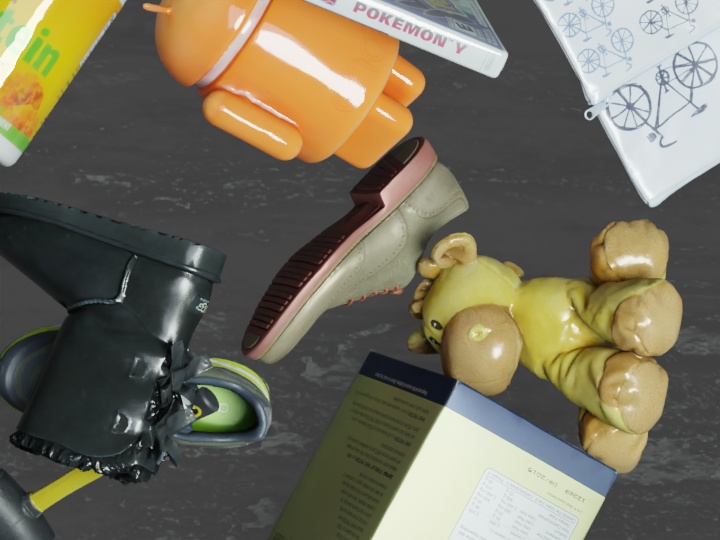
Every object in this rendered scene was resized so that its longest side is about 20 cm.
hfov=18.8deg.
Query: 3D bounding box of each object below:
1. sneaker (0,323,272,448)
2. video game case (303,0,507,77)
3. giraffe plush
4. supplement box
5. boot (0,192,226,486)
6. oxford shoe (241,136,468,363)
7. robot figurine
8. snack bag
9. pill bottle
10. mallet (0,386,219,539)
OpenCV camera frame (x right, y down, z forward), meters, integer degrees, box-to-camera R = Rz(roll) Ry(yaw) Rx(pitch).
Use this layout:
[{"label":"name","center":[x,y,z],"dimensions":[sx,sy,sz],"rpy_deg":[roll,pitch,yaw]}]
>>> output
[{"label":"sneaker","center":[-0.150,0.081,1.488],"dimensions":[0.200,0.081,0.074],"rpy_deg":[8,91,-17]},{"label":"video game case","center":[-0.002,-0.202,1.455],"dimensions":[0.182,0.200,0.023],"rpy_deg":[20,111,-17]},{"label":"giraffe plush","center":[0.119,0.036,1.522],"dimensions":[0.162,0.200,0.173],"rpy_deg":[6,110,-9]},{"label":"supplement box","center":[0.041,0.182,1.490],"dimensions":[0.134,0.200,0.200],"rpy_deg":[30,84,-16]},{"label":"boot","center":[-0.188,0.045,1.429],"dimensions":[0.198,0.073,0.163],"rpy_deg":[15,83,24]},{"label":"oxford shoe","center":[0.000,0.000,1.534],"dimensions":[0.200,0.070,0.075],"rpy_deg":[-47,110,-7]},{"label":"robot figurine","center":[-0.054,-0.152,1.484],"dimensions":[0.200,0.117,0.144],"rpy_deg":[31,88,-17]},{"label":"snack bag","center":[0.242,-0.169,1.618],"dimensions":[0.188,0.021,0.200],"rpy_deg":[-31,102,-13]},{"label":"pill bottle","center":[-0.221,-0.179,1.433],"dimensions":[0.111,0.111,0.200],"rpy_deg":[35,84,-16]},{"label":"mallet","center":[-0.185,0.125,1.460],"dimensions":[0.200,0.041,0.066],"rpy_deg":[-39,103,21]}]
